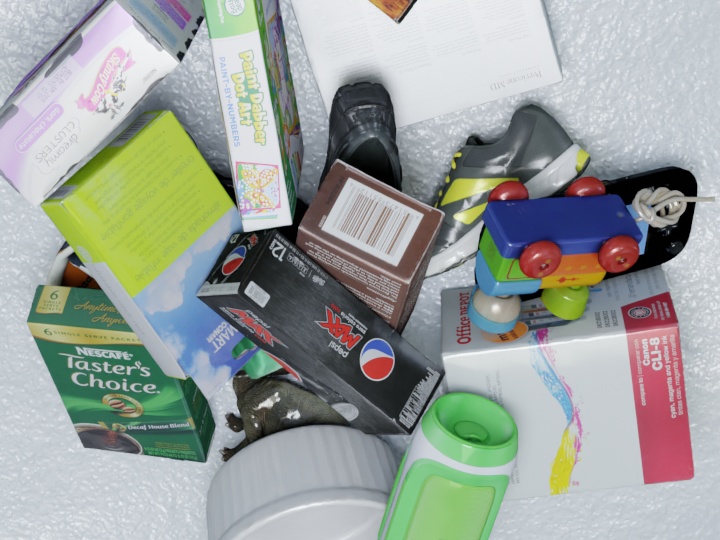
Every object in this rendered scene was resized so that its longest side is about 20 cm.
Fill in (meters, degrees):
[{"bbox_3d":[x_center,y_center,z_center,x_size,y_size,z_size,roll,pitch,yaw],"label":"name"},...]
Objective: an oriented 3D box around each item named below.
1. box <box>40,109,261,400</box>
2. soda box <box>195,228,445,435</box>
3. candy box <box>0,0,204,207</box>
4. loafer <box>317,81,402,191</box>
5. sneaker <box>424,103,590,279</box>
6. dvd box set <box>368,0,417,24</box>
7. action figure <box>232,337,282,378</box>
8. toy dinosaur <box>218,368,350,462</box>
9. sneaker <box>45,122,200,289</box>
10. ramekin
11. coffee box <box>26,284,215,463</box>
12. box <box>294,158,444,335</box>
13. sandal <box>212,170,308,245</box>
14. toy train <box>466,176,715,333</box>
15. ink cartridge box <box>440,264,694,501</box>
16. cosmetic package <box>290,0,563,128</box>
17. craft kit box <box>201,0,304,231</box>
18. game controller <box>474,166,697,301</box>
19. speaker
[{"bbox_3d":[-0.146,-0.012,1.588,0.122,0.048,0.201,-44,113,-24],"label":"box"},{"bbox_3d":[-0.031,0.051,1.593,0.200,0.071,0.064,41,66,-25],"label":"soda box"},{"bbox_3d":[-0.211,-0.157,1.598,0.168,0.200,0.072,-42,103,15],"label":"candy box"},{"bbox_3d":[0.000,-0.066,1.655,0.068,0.071,0.201,-5,140,-6],"label":"loafer"},{"bbox_3d":[0.097,-0.064,1.695,0.199,0.074,0.085,-35,85,15],"label":"sneaker"},{"bbox_3d":[-0.005,-0.313,1.588,0.200,0.029,0.147,39,98,3],"label":"dvd box set"},{"bbox_3d":[-0.148,0.002,1.668,0.117,0.055,0.201,-9,126,34],"label":"action figure"},{"bbox_3d":[-0.059,0.137,1.764,0.200,0.077,0.102,40,119,-7],"label":"toy dinosaur"},{"bbox_3d":[-0.201,-0.033,1.709,0.078,0.079,0.201,30,107,-7],"label":"sneaker"},{"bbox_3d":[-0.041,0.224,1.746,0.199,0.098,0.201,-8,138,-7],"label":"ramekin"},{"bbox_3d":[-0.201,0.090,1.708,0.122,0.044,0.201,6,144,12],"label":"coffee box"},{"bbox_3d":[0.000,0.000,1.626,0.100,0.200,0.075,27,65,5],"label":"box"},{"bbox_3d":[-0.118,-0.051,1.684,0.199,0.043,0.077,24,90,-25],"label":"sandal"},{"bbox_3d":[0.184,-0.008,1.614,0.199,0.085,0.116,-4,137,-23],"label":"toy train"},{"bbox_3d":[0.170,0.095,1.700,0.198,0.145,0.146,-8,111,5],"label":"ink cartridge box"},{"bbox_3d":[0.052,-0.203,1.648,0.199,0.052,0.152,-15,107,8],"label":"cosmetic package"},{"bbox_3d":[-0.084,-0.157,1.593,0.048,0.200,0.199,-10,110,5],"label":"craft kit box"},{"bbox_3d":[0.187,-0.029,1.667,0.199,0.042,0.105,-15,145,-16],"label":"game controller"},{"bbox_3d":[0.065,0.200,1.628,0.088,0.089,0.201,15,120,-3],"label":"speaker"}]
